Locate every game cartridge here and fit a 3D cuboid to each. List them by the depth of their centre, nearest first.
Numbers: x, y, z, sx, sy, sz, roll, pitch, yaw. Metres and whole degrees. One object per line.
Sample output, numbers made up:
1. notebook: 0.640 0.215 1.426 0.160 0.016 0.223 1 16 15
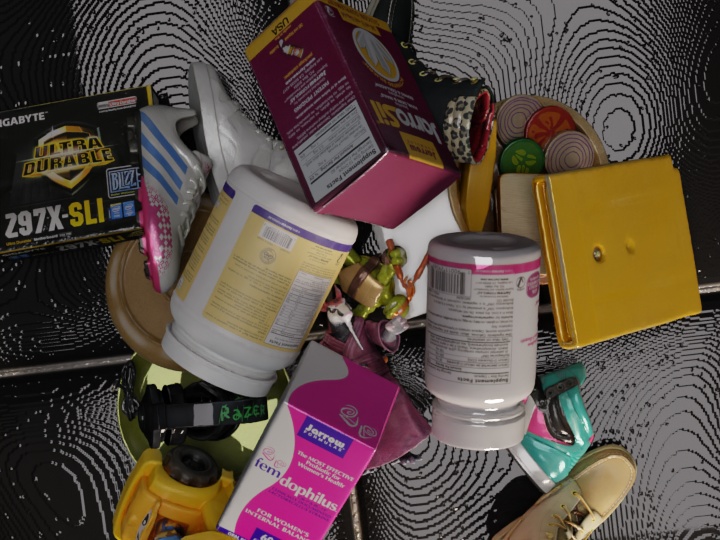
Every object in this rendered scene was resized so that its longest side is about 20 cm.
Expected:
1. game cartridge: 0.270 -0.024 1.279 0.199 0.032 0.178 -11 92 -37

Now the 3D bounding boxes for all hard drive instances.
1. hard drive: 0.078 -0.062 1.346 0.131 0.027 0.202 -18 91 4

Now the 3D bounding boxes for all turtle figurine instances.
1. turtle figurine: 0.000 0.000 1.321 0.161 0.064 0.201 37 132 8

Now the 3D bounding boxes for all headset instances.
1. headset: -0.185 0.135 1.283 0.199 0.123 0.095 -9 83 42

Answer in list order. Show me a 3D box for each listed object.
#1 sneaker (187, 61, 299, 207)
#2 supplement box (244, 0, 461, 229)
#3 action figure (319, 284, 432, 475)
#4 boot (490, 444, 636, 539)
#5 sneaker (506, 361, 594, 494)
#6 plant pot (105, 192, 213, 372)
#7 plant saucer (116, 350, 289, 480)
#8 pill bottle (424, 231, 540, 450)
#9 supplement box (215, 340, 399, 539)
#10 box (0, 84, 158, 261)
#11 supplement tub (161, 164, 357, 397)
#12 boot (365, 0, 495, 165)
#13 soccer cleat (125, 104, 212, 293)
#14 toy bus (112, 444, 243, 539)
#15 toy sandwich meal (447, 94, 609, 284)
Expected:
1. sneaker: -0.117 -0.139 1.341 0.115 0.074 0.202 -13 81 -16
2. supplement box: -0.009 -0.155 1.198 0.103 0.131 0.201 -36 64 27
3. action figure: 0.010 0.109 1.296 0.133 0.149 0.201 -21 87 10
4. boot: 0.218 0.270 1.286 0.200 0.155 0.073 -39 90 4
5. sneaker: 0.182 0.126 1.319 0.120 0.084 0.200 -38 89 3
6. plant pot: -0.186 0.010 1.344 0.198 0.027 0.202 -1 80 6
7. plant saucer: -0.171 0.152 1.367 0.198 0.031 0.202 0 91 3
8. pill bottle: 0.120 0.069 1.225 0.112 0.113 0.202 2 103 3
9. supplement box: -0.053 0.185 1.209 0.101 0.104 0.201 27 125 -1
10. box: -0.311 -0.105 1.340 0.198 0.049 0.161 -9 80 4
11. supplement tub: -0.105 0.010 1.239 0.145 0.145 0.201 27 99 2
12. boot: 0.071 -0.203 1.279 0.153 0.073 0.205 6 81 33
13. soccer cleat: -0.192 -0.079 1.268 0.086 0.070 0.202 -6 78 -10
14. toy bus: -0.157 0.299 1.272 0.199 0.192 0.136 21 114 -15
15. toy sandwich meal: 0.184 -0.086 1.298 0.203 0.070 0.207 0 92 -10
